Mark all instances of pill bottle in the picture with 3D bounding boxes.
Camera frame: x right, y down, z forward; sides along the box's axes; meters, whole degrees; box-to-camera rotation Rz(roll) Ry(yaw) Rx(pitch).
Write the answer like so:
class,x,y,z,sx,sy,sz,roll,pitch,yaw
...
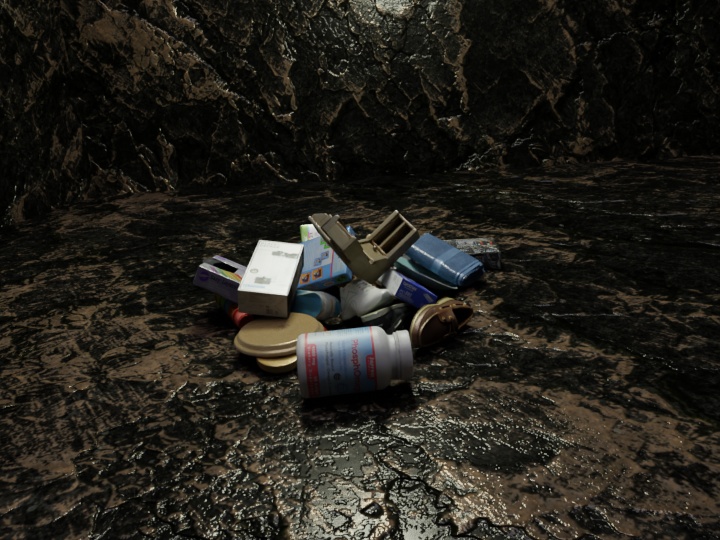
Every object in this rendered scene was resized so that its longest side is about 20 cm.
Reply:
class,x,y,z,sx,sy,sz,roll,pitch,yaw
pill bottle,-0.010,0.156,0.988,0.194,0.112,0.109,-6,17,-2

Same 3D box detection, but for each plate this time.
class,x,y,z,sx,sy,sz,roll,pitch,yaw
plate,0.152,0.010,1.433,0.196,0.026,0.200,25,9,-4

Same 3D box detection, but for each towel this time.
class,x,y,z,sx,sy,sz,roll,pitch,yaw
towel,0.219,-0.024,1.492,0.110,0.050,0.198,-26,45,-37

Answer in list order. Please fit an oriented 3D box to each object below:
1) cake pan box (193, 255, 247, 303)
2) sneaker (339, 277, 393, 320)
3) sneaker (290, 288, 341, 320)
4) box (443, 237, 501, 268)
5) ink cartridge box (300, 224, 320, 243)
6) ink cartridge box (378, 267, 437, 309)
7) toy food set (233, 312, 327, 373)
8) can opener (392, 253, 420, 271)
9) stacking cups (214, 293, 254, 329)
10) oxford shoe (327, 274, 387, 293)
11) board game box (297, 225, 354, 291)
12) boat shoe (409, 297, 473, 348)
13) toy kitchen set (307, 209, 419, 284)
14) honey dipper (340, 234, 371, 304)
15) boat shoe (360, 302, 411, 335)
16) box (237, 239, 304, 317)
class,x,y,z,sx,sy,sz,roll,pitch,yaw
cake pan box,-0.296,0.030,1.387,0.195,0.054,0.184,23,6,-3
sneaker,0.002,0.057,1.236,0.069,0.082,0.199,-16,-3,-30
sneaker,-0.129,0.083,1.330,0.080,0.079,0.197,12,-3,-43
box,0.294,-0.048,1.635,0.194,0.051,0.158,-3,17,5
ink cartridge box,-0.165,-0.060,1.627,0.194,0.078,0.149,-6,-27,-5
ink cartridge box,0.105,0.040,1.316,0.092,0.045,0.200,28,4,-12
toy food set,-0.163,0.141,1.179,0.196,0.050,0.196,9,22,38
can opener,0.137,-0.016,1.576,0.065,0.054,0.200,5,20,24
stacking cups,-0.296,0.087,1.362,0.059,0.062,0.199,-13,20,-26
oxford shoe,-0.005,0.051,1.420,0.197,0.072,0.072,15,56,42
board game box,-0.109,-0.019,1.462,0.195,0.037,0.154,-16,49,24
boat shoe,0.167,0.105,1.161,0.066,0.074,0.198,6,18,36
toy kitchen set,0.003,-0.107,1.294,0.180,0.201,0.163,-42,61,-4
honey dipper,0.000,0.000,1.384,0.037,0.038,0.204,5,63,30
boat shoe,0.061,0.111,1.203,0.071,0.069,0.199,-23,-5,24
box,-0.198,0.014,1.285,0.113,0.061,0.202,6,35,3
